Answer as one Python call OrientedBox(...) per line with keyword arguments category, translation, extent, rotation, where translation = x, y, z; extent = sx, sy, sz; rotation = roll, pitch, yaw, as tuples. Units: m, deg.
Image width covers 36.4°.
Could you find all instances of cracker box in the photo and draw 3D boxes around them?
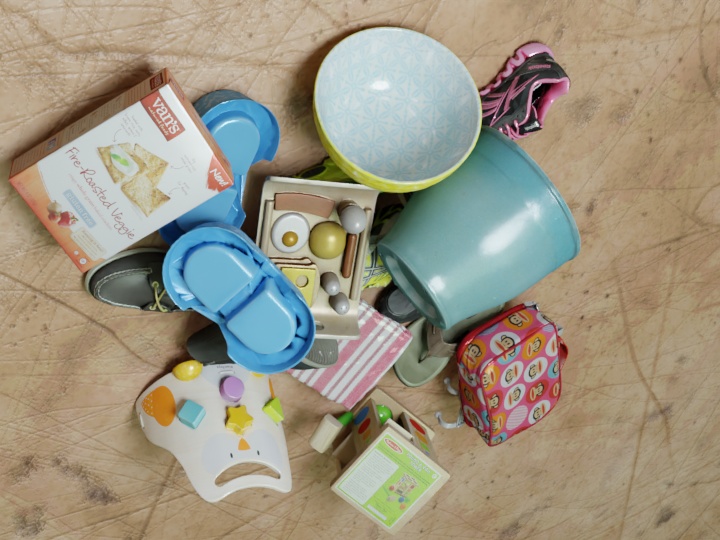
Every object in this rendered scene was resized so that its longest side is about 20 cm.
OrientedBox(category="cracker box", translation=(-0.253, -0.105, 1.173), extent=(0.199, 0.058, 0.135), rotation=(-30, 121, 5))

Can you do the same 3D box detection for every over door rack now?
OrientedBox(category="over door rack", translation=(0.208, 0.154, 1.705), extent=(0.198, 0.067, 0.149), rotation=(-12, 129, -32))

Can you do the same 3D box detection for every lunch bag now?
OrientedBox(category="lunch bag", translation=(0.231, 0.148, 1.607), extent=(0.175, 0.082, 0.201), rotation=(-29, 135, -19))

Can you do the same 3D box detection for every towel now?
OrientedBox(category="towel", translation=(-0.042, 0.091, 1.492), extent=(0.199, 0.030, 0.147), rotation=(34, 105, -25))

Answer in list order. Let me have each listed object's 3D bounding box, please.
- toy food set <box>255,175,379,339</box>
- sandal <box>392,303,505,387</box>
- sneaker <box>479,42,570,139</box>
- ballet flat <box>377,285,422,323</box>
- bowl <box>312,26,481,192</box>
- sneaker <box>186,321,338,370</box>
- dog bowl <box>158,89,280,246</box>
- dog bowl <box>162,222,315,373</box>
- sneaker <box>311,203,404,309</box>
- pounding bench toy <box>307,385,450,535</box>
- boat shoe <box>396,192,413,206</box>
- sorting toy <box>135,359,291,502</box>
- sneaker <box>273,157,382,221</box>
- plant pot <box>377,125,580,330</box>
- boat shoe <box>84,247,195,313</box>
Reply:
OrientedBox(category="toy food set", translation=(-0.053, -0.013, 1.309), extent=(0.142, 0.060, 0.202), rotation=(3, 111, -17))
OrientedBox(category="sandal", translation=(0.125, 0.085, 1.582), extent=(0.201, 0.080, 0.057), rotation=(-42, 178, -7))
OrientedBox(category="sneaker", translation=(0.188, -0.195, 1.399), extent=(0.200, 0.096, 0.079), rotation=(-48, 136, 11))
OrientedBox(category="ballet flat", translation=(0.112, 0.025, 1.562), extent=(0.198, 0.067, 0.057), rotation=(-16, 174, -21))
OrientedBox(category="bowl", translation=(0.033, -0.170, 1.282), extent=(0.198, 0.202, 0.108), rotation=(-18, 164, -19))
OrientedBox(category="sneaker", translation=(-0.124, 0.092, 1.423), extent=(0.106, 0.076, 0.199), rotation=(-22, 150, 37))
OrientedBox(category="dog bowl", translation=(-0.172, -0.117, 1.264), extent=(0.111, 0.050, 0.201), rotation=(11, 117, -37))
OrientedBox(category="dog bowl", translation=(-0.137, 0.027, 1.263), extent=(0.111, 0.050, 0.200), rotation=(-39, 108, 14))
OrientedBox(category="sneaker", translation=(0.000, 0.000, 1.411), extent=(0.200, 0.075, 0.077), rotation=(-40, 108, -13))
OrientedBox(category="pounding bench toy", translation=(0.008, 0.250, 1.602), extent=(0.199, 0.156, 0.124), rotation=(39, 101, -18))
OrientedBox(category="boat shoe", translation=(0.120, -0.091, 1.444), extent=(0.199, 0.064, 0.074), rotation=(25, 77, -49))
OrientedBox(category="sorting toy", translation=(-0.166, 0.214, 1.421), extent=(0.198, 0.181, 0.107), rotation=(-1, 142, -32))
OrientedBox(category="sneaker", translation=(-0.025, -0.093, 1.362), extent=(0.198, 0.074, 0.084), rotation=(-20, 131, -5))
OrientedBox(category="plant pot", translation=(0.128, -0.037, 1.319), extent=(0.187, 0.200, 0.201), rotation=(-38, 136, -9))
OrientedBox(category="boat shoe", translation=(-0.228, 0.017, 1.323), extent=(0.199, 0.061, 0.072), rotation=(-4, 126, -30))
